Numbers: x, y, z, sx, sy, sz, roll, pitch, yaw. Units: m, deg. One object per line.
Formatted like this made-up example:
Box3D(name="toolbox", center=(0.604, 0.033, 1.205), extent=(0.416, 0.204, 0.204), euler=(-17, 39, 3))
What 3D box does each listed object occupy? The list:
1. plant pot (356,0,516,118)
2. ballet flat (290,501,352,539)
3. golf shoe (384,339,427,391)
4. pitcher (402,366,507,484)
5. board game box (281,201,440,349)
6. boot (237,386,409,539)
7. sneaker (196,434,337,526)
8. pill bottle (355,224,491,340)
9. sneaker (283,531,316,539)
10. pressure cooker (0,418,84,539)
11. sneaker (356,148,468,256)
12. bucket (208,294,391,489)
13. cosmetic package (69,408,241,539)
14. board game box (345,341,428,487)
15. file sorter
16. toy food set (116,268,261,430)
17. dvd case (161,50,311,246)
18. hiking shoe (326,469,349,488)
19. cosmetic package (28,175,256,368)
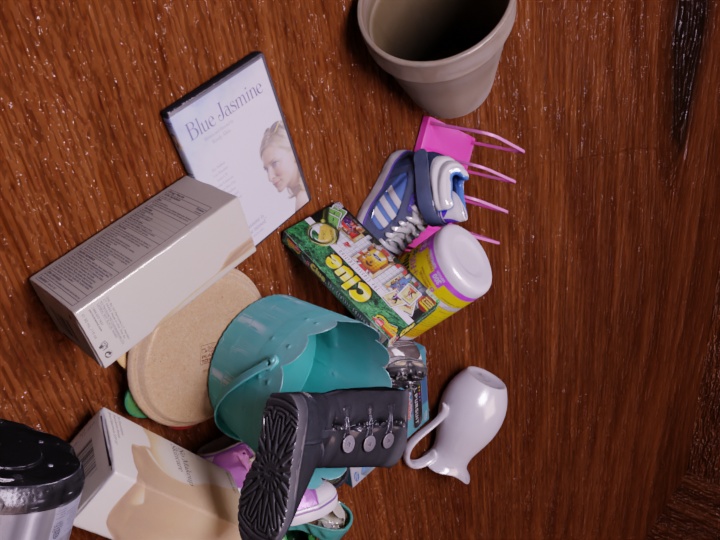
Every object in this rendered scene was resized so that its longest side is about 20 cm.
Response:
Box3D(name="plant pot", center=(0.108, -0.297, 0.910), extent=(0.203, 0.197, 0.174), euler=(-58, 156, -13))
Box3D(name="ballet flat", center=(-0.083, 0.337, 0.999), extent=(0.070, 0.068, 0.199), euler=(-41, 129, 17))
Box3D(name="golf shoe", center=(0.007, 0.124, 1.048), extent=(0.196, 0.096, 0.078), euler=(15, 137, -31))
Box3D(name="pitcher", center=(0.174, 0.282, 1.276), extent=(0.169, 0.121, 0.204), euler=(13, 107, -35))
Box3D(name="board game box", center=(0.000, 0.000, 0.889), extent=(0.104, 0.200, 0.024), euler=(-33, 158, -34))
Box3D(name="boot", center=(-0.031, 0.207, 0.754), extent=(0.198, 0.065, 0.169), euler=(9, 100, -54))
Box3D(name="sneaker", center=(-0.119, 0.263, 0.900), extent=(0.195, 0.072, 0.118), euler=(4, 97, -20))
Box3D(name="pill bottle", center=(0.080, 0.029, 0.968), extent=(0.103, 0.199, 0.106), euler=(27, 44, -30))
Box3D(name="sneaker", center=(-0.085, 0.429, 1.054), extent=(0.085, 0.073, 0.200), euler=(-57, 139, -9))
Box3D(name="pressure cooker", center=(-0.344, 0.246, 0.592), extent=(0.174, 0.176, 0.205), euler=(15, 92, -47))
Box3D(name="sneaker", center=(0.076, -0.071, 0.977), extent=(0.080, 0.144, 0.204), euler=(28, 84, -50))
Box3D(name="bucket", center=(-0.073, 0.135, 0.822), extent=(0.205, 0.133, 0.213), euler=(-22, 121, -41))
Box3D(name="cosmetic package", center=(-0.218, 0.244, 0.756), extent=(0.071, 0.105, 0.200), euler=(-45, 130, 3))
Box3D(name="board game box", center=(0.032, 0.227, 1.128), extent=(0.198, 0.046, 0.154), euler=(-32, 128, -37))
Box3D(name="file sorter", center=(0.154, -0.111, 1.068), extent=(0.137, 0.124, 0.205), euler=(8, 99, -50))
Box3D(name="toy food set", center=(-0.191, 0.090, 0.810), extent=(0.198, 0.048, 0.203), euler=(-31, 127, -39))
Box3D(name="dvd case", center=(-0.135, -0.128, 0.808), extent=(0.142, 0.017, 0.203), euler=(-42, 133, -29))
Box3D(name="hiking shoe", center=(-0.060, 0.275, 0.990), extent=(0.200, 0.099, 0.077), euler=(47, 64, -46))
Box3D(name="cosmetic package", center=(-0.213, -0.006, 0.702), extent=(0.199, 0.104, 0.072), euler=(-40, 134, -29))
